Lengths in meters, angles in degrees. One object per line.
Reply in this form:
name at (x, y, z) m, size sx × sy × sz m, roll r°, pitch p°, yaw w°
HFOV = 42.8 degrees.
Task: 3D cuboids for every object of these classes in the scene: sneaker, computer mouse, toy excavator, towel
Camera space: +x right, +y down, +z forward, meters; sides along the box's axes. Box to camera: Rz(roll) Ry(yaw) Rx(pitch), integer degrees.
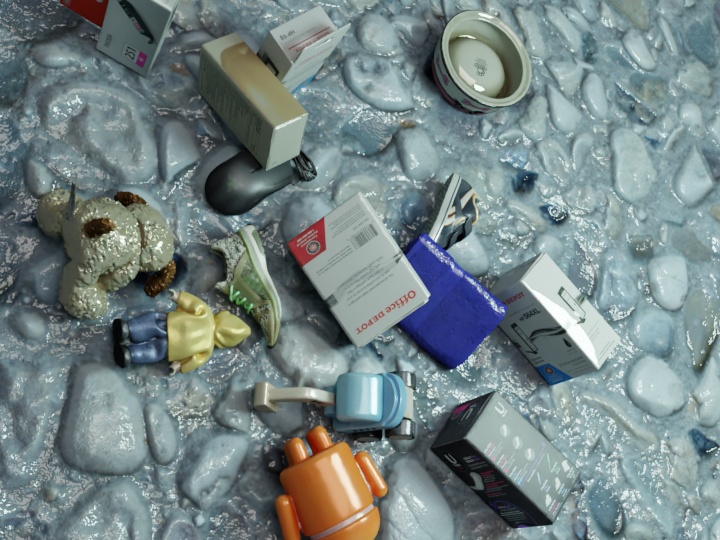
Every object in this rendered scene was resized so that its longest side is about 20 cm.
sneaker at (0.156, -0.076, 1.596) m, size 0.079 × 0.078 × 0.201 m, roll 32°, pitch 61°, yaw -9°
computer mouse at (-0.167, -0.167, 1.489) m, size 0.200 × 0.053 × 0.139 m, roll -40°, pitch 93°, yaw -31°
toy excavator at (-0.035, 0.194, 1.388) m, size 0.199 × 0.193 × 0.101 m, roll 27°, pitch 59°, yaw -46°
towel at (0.128, 0.052, 1.528) m, size 0.200 × 0.050 × 0.148 m, roll 41°, pitch 101°, yaw -7°
sneaker at (-0.179, 0.031, 1.411) m, size 0.088 × 0.077 × 0.202 m, roll -14°, pitch 72°, yaw -18°

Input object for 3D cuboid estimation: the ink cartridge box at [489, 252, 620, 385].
ink cartridge box at (0.322, 0.086, 1.580) m, size 0.200 × 0.146 × 0.084 m, roll 47°, pitch 61°, yaw -2°

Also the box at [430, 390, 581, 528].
box at (0.232, 0.305, 1.473) m, size 0.200 × 0.122 × 0.106 m, roll 44°, pitch 60°, yaw -6°

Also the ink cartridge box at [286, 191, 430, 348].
ink cartridge box at (0.000, 0.000, 1.456) m, size 0.143 × 0.084 × 0.201 m, roll -34°, pitch 87°, yaw 5°

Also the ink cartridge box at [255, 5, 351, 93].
ink cartridge box at (-0.108, -0.356, 1.498) m, size 0.115 × 0.200 × 0.067 m, roll -37°, pitch 89°, yaw -31°

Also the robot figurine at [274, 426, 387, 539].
robot figurine at (-0.046, 0.331, 1.336) m, size 0.143 × 0.116 × 0.202 m, roll -15°, pitch 77°, yaw -57°

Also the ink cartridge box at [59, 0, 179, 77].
ink cartridge box at (-0.374, -0.397, 1.386) m, size 0.172 × 0.200 × 0.044 m, roll 28°, pitch 63°, yaw -13°

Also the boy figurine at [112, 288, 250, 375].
boy figurine at (-0.259, 0.087, 1.344) m, size 0.198 × 0.064 × 0.126 m, roll -8°, pitch 95°, yaw -29°

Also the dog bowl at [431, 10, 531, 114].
dog bowl at (0.222, -0.386, 1.741) m, size 0.198 × 0.074 × 0.203 m, roll 9°, pitch 69°, yaw -23°

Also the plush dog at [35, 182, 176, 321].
plush dog at (-0.345, -0.046, 1.322) m, size 0.171 × 0.160 × 0.202 m, roll -8°, pitch 74°, yaw -51°

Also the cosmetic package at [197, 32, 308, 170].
cosmetic package at (-0.174, -0.270, 1.461) m, size 0.071 × 0.106 × 0.200 m, roll -29°, pitch 69°, yaw -30°
